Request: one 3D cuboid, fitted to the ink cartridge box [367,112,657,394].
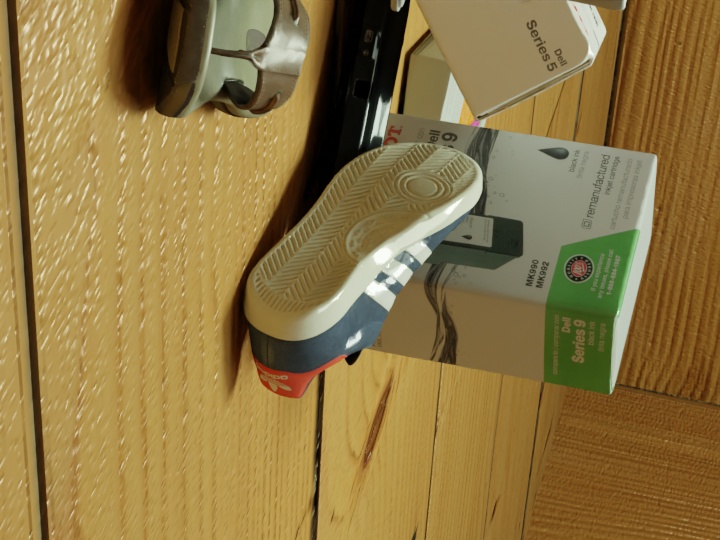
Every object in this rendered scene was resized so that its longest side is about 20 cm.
[{"bbox_3d":[0.084,-0.014,1.424,0.084,0.198,0.147,85,19,-50],"label":"ink cartridge box"}]

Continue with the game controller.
[{"bbox_3d":[-0.005,-0.092,1.324,0.104,0.042,0.202,-160,-99,-85],"label":"game controller"}]

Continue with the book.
[{"bbox_3d":[0.067,-0.120,1.662,0.200,0.048,0.135,-51,153,-68],"label":"book"}]

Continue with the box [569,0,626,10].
[{"bbox_3d":[0.042,-0.225,0.932,0.200,0.197,0.132,-64,163,-55],"label":"box"}]

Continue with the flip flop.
[{"bbox_3d":[-0.048,-0.101,0.973,0.200,0.057,0.082,9,92,-80],"label":"flip flop"}]

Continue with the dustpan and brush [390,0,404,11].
[{"bbox_3d":[0.009,-0.236,1.137,0.140,0.057,0.201,-60,159,-63],"label":"dustpan and brush"}]

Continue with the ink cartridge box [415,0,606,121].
[{"bbox_3d":[0.084,-0.184,1.341,0.146,0.084,0.200,63,12,-5],"label":"ink cartridge box"}]

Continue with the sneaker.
[{"bbox_3d":[0.000,0.000,1.250,0.200,0.075,0.085,-39,145,-39],"label":"sneaker"}]
